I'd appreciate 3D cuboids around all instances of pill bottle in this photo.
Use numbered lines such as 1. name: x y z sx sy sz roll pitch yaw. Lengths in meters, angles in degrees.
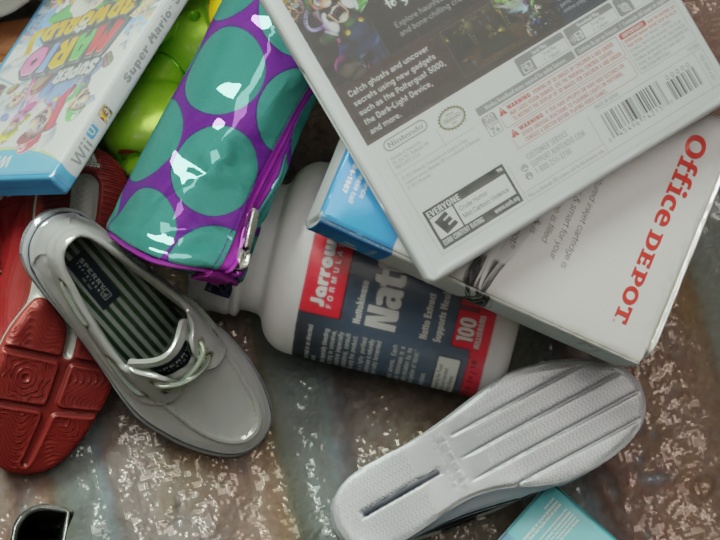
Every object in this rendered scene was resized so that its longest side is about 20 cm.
1. pill bottle: 0.000 0.000 1.316 0.198 0.120 0.121 12 67 1

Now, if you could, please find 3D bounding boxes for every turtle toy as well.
1. turtle toy: -0.096 -0.127 1.343 0.145 0.102 0.200 -4 24 36

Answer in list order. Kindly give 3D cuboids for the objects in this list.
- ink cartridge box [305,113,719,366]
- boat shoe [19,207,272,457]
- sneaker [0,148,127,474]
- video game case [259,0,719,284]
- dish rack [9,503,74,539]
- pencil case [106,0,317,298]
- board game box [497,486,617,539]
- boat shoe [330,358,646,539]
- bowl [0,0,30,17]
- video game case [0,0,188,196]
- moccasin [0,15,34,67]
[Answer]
1. ink cartridge box: 0.088 -0.052 1.217 0.199 0.086 0.148 24 84 -7
2. boat shoe: -0.121 0.046 1.266 0.200 0.067 0.074 42 83 -25
3. sneaker: -0.194 0.017 1.330 0.078 0.115 0.202 14 96 -25
4. video game case: 0.074 -0.121 1.167 0.199 0.023 0.183 -31 90 -7
5. dish rack: -0.109 0.225 1.210 0.198 0.055 0.155 12 65 -11
6. pencil case: -0.063 -0.088 1.232 0.092 0.085 0.201 25 88 28
7. board game box: 0.136 0.247 1.264 0.200 0.047 0.151 41 70 12
8. boat shoe: 0.073 0.107 1.287 0.199 0.071 0.073 -23 84 3
9. bowl: -0.242 -0.221 1.345 0.200 0.200 0.108 -39 77 -17
10. video game case: -0.169 -0.128 1.293 0.018 0.142 0.201 44 63 -33
11. moccasin: -0.259 -0.110 1.371 0.199 0.074 0.078 -7 60 -17
